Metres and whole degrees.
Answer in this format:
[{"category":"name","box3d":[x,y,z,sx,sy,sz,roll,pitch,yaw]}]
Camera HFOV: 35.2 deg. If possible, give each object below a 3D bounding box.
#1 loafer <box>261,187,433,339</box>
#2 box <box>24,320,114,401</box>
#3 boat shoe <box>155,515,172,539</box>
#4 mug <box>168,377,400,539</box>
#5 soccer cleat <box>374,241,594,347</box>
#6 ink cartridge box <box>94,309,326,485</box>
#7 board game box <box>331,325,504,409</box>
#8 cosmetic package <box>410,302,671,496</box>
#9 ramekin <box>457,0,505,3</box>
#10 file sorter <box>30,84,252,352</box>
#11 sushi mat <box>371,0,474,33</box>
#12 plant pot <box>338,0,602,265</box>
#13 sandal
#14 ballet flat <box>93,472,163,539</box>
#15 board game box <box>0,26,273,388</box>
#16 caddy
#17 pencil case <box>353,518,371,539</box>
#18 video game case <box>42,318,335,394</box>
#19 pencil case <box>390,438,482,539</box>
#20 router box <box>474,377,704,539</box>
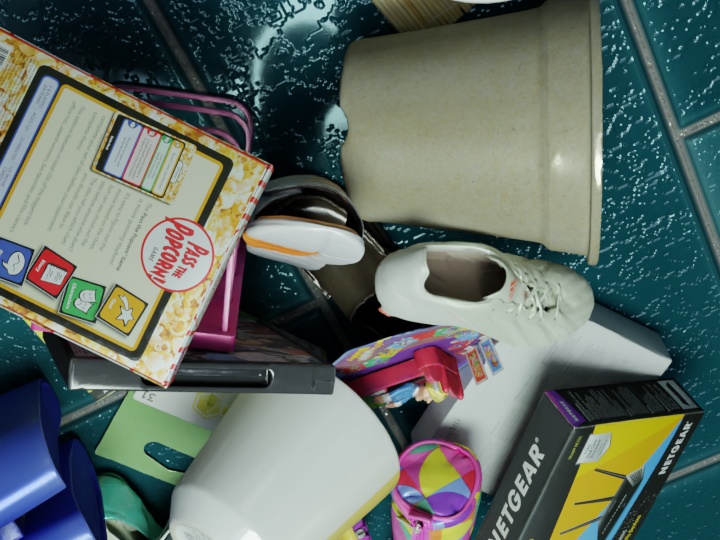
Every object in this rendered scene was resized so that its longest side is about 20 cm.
[{"category":"loafer","box3d":[0.000,0.000,0.939,0.200,0.072,0.073,39,110,-21]},{"category":"box","box3d":[-0.255,0.009,0.930,0.050,0.075,0.201,-31,114,10]},{"category":"boat shoe","box3d":[-0.156,0.258,1.011,0.200,0.062,0.073,-42,116,-2]},{"category":"mug","box3d":[-0.059,0.187,0.899,0.187,0.153,0.149,50,146,-7]},{"category":"soccer cleat","box3d":[0.104,0.016,0.838,0.198,0.070,0.077,6,161,-29]},{"category":"ink cartridge box","box3d":[-0.137,0.128,1.014,0.144,0.048,0.201,25,111,-16]},{"category":"board game box","box3d":[0.038,0.096,0.937,0.156,0.039,0.200,-5,158,-28]},{"category":"cosmetic package","box3d":[0.158,0.115,1.020,0.150,0.052,0.201,24,114,-17]},{"category":"ramekin","box3d":[0.077,-0.290,0.761,0.198,0.105,0.202,-3,115,-7]},{"category":"file sorter","box3d":[-0.150,-0.049,0.834,0.137,0.200,0.127,6,114,-5]},{"category":"sushi mat","box3d":[0.015,-0.263,0.833,0.095,0.012,0.200,-38,114,14]},{"category":"plant pot","box3d":[0.083,-0.105,0.837,0.181,0.201,0.202,0,119,10]},{"category":"sandal","box3d":[-0.046,-0.039,0.811,0.078,0.207,0.060,14,85,-12]},{"category":"ballet flat","box3d":[-0.201,0.281,1.076,0.067,0.071,0.201,-24,117,24]},{"category":"board game box","box3d":[-0.174,-0.040,0.697,0.198,0.046,0.153,27,89,-4]},{"category":"caddy","box3d":[-0.289,0.184,0.956,0.104,0.200,0.143,-24,113,-7]},{"category":"pencil case","box3d":[-0.076,0.269,1.010,0.092,0.199,0.086,-11,104,44]},{"category":"video game case","box3d":[-0.134,0.058,0.834,0.179,0.200,0.026,4,95,-21]},{"category":"pencil case","box3d":[0.063,0.229,1.019,0.087,0.089,0.201,-5,143,0]},{"category":"router box","box3d":[0.193,0.189,0.988,0.148,0.051,0.202,-2,126,-30]}]
